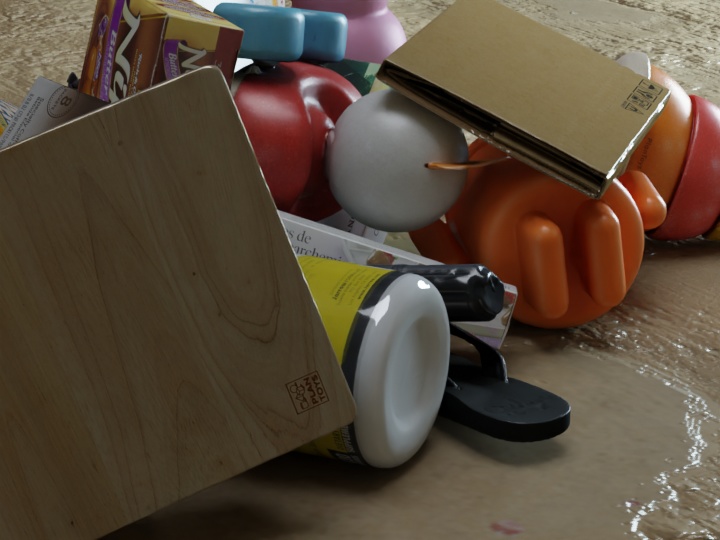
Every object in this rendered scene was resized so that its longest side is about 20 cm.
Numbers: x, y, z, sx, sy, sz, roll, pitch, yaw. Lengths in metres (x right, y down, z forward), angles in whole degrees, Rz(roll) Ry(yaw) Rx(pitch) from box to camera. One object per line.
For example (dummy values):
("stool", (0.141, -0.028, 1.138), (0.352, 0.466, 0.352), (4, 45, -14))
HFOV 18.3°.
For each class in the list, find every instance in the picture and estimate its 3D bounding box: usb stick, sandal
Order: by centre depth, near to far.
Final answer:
("sandal", (0.052, 0.056, 1.341), (0.075, 0.045, 0.200), (-15, 19, -34))
("usb stick", (-0.011, 0.014, 1.351), (0.200, 0.033, 0.055), (0, -10, 22))

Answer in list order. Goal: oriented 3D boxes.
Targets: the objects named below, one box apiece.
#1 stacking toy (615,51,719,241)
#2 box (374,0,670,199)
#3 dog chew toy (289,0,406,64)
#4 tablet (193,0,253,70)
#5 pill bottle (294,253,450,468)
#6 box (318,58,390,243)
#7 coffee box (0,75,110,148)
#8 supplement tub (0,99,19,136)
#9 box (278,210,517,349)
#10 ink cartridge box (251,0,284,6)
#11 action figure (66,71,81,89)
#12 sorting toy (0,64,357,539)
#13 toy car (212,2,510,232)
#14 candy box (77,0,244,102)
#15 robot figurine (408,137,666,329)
("stacking toy", (0.258, -0.064, 1.645), (0.200, 0.146, 0.146), (19, 18, -6))
("box", (0.113, -0.123, 1.488), (0.163, 0.021, 0.200), (28, 27, 8))
("dog chew toy", (-0.017, -0.160, 1.737), (0.124, 0.200, 0.125), (1, 19, 0))
("tablet", (-0.099, -0.116, 1.576), (0.014, 0.200, 0.130), (-9, -23, 24))
("pill bottle", (-0.058, 0.043, 1.284), (0.200, 0.112, 0.112), (9, 21, 25))
("box", (-0.052, -0.091, 1.644), (0.200, 0.144, 0.036), (13, -16, 30))
("coffee box", (-0.178, 0.004, 1.252), (0.114, 0.200, 0.080), (24, -11, 42))
("supplement tub", (-0.250, -0.040, 1.384), (0.145, 0.145, 0.200), (10, -6, 24))
("box", (0.000, 0.000, 1.406), (0.200, 0.039, 0.041), (18, 5, 0))
("ink cartridge box", (-0.140, -0.194, 1.941), (0.125, 0.129, 0.200), (4, 20, 9))
("action figure", (-0.196, -0.098, 1.625), (0.200, 0.069, 0.130), (-42, 34, -26))
("sorting toy", (-0.133, 0.022, 1.157), (0.199, 0.200, 0.070), (-24, 9, -12))
("toy car", (0.006, -0.076, 1.484), (0.200, 0.184, 0.177), (8, 7, 17))
("candy box", (-0.137, -0.121, 1.456), (0.056, 0.117, 0.200), (10, 11, -22))
("robot figurine", (0.119, -0.033, 1.506), (0.117, 0.144, 0.200), (40, 8, -21))
